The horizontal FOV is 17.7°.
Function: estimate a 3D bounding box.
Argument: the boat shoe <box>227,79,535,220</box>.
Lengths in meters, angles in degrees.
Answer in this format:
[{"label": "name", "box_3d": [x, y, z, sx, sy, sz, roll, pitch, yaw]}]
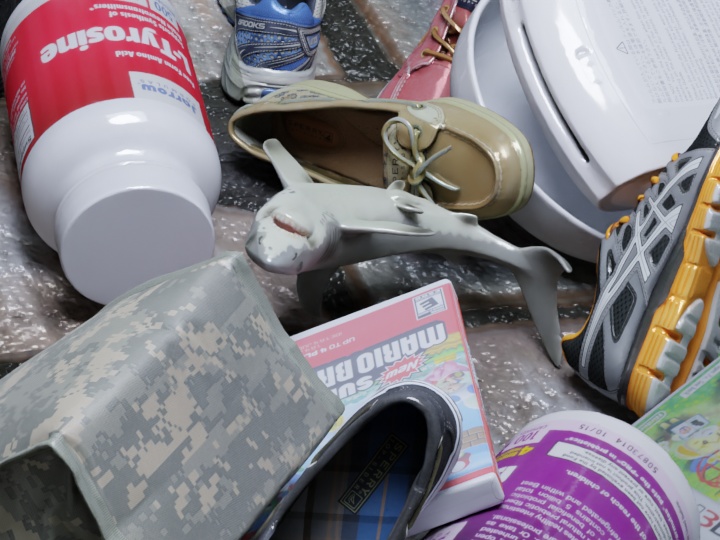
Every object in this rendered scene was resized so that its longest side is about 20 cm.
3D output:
[{"label": "boat shoe", "box_3d": [0.011, -0.067, 1.356, 0.200, 0.073, 0.063, 12, 19, 39]}]

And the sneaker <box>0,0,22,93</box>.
[{"label": "sneaker", "box_3d": [-0.253, -0.169, 1.450, 0.115, 0.076, 0.200, 18, 29, 20]}]

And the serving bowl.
[{"label": "serving bowl", "box_3d": [0.132, -0.084, 1.422, 0.200, 0.066, 0.200, 19, 53, -26]}]

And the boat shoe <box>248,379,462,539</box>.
[{"label": "boat shoe", "box_3d": [-0.022, 0.135, 1.025, 0.070, 0.200, 0.066, 38, 1, 9]}]

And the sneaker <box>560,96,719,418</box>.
[{"label": "sneaker", "box_3d": [0.174, -0.017, 1.286, 0.077, 0.200, 0.078, 20, -8, 38]}]

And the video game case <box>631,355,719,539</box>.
[{"label": "video game case", "box_3d": [0.235, 0.082, 1.187, 0.200, 0.022, 0.182, -36, 31, -16]}]

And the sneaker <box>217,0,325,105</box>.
[{"label": "sneaker", "box_3d": [-0.051, -0.191, 1.514, 0.077, 0.085, 0.200, 5, 37, -11]}]

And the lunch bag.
[{"label": "lunch bag", "box_3d": [-0.136, 0.098, 1.072, 0.118, 0.200, 0.164, 57, 41, -15]}]

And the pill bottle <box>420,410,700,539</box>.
[{"label": "pill bottle", "box_3d": [0.073, 0.159, 1.083, 0.112, 0.112, 0.200, 27, 38, 17]}]

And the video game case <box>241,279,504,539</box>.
[{"label": "video game case", "box_3d": [-0.009, 0.079, 1.150, 0.143, 0.017, 0.200, -20, 27, 6]}]

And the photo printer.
[{"label": "photo printer", "box_3d": [0.179, -0.118, 1.384, 0.200, 0.069, 0.167, -9, 69, -39]}]

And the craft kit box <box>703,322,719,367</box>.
[{"label": "craft kit box", "box_3d": [0.306, 0.007, 1.306, 0.197, 0.200, 0.049, 28, -6, 14]}]

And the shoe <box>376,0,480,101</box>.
[{"label": "shoe", "box_3d": [0.060, -0.139, 1.477, 0.071, 0.091, 0.200, 22, 38, 11]}]

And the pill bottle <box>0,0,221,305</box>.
[{"label": "pill bottle", "box_3d": [-0.141, -0.074, 1.315, 0.112, 0.112, 0.200, 0, 39, -17]}]

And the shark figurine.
[{"label": "shark figurine", "box_3d": [0.010, -0.004, 1.297, 0.214, 0.090, 0.128, 8, 26, -30]}]
